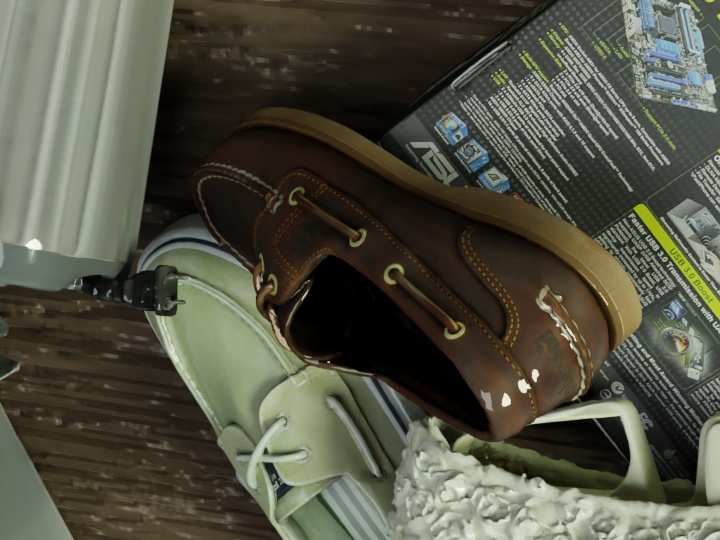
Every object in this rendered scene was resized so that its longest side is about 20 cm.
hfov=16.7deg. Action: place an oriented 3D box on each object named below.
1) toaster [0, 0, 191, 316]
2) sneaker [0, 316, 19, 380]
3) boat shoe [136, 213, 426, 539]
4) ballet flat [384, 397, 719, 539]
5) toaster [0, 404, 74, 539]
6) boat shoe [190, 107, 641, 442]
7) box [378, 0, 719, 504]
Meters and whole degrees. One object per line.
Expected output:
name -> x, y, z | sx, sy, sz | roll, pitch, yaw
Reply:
toaster -> -0.145, -0.067, 0.846 | 0.198, 0.114, 0.130 | 12, 92, 14
sneaker -> -0.217, -0.025, 0.948 | 0.200, 0.104, 0.060 | 58, 159, 31
boat shoe -> -0.013, 0.066, 0.895 | 0.200, 0.062, 0.072 | 48, 124, -1
ballet flat -> 0.097, 0.075, 0.797 | 0.198, 0.072, 0.072 | 1, 114, 25
toaster -> -0.213, 0.142, 0.993 | 0.180, 0.119, 0.201 | -20, 103, 32
boat shoe -> 0.000, 0.000, 0.808 | 0.199, 0.070, 0.071 | 21, 147, 50
box -> 0.126, -0.013, 0.803 | 0.160, 0.044, 0.200 | -36, 95, 33
